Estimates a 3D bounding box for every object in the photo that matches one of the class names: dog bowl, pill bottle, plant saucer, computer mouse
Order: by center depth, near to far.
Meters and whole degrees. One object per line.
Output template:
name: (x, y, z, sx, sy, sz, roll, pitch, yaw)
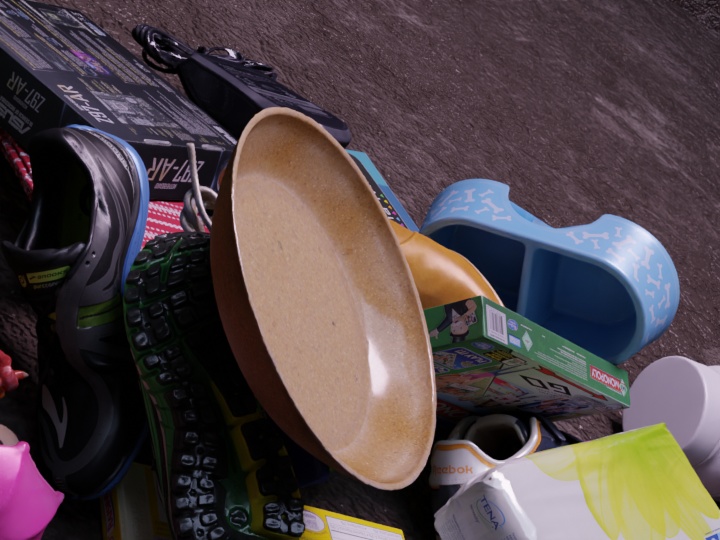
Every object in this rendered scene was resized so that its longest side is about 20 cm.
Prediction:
plant saucer: (-0.022, 0.017, 0.617, 0.200, 0.035, 0.201, 48, 31, -43)
dog bowl: (0.126, 0.006, 0.879, 0.200, 0.112, 0.050, 19, 35, 22)
computer mouse: (-0.083, -0.120, 0.921, 0.138, 0.053, 0.200, 12, 19, -43)
pill bottle: (0.336, 0.152, 1.082, 0.200, 0.113, 0.113, 24, 32, -29)

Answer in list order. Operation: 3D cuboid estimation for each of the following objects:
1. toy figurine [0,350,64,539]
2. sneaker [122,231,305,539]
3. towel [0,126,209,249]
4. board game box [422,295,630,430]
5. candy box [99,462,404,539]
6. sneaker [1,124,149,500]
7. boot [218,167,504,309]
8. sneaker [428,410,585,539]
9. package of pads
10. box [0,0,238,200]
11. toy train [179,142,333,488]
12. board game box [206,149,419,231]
toy figurine: (-0.204, 0.062, 0.558, 0.184, 0.150, 0.200, 60, 6, 7)
sneaker: (-0.083, 0.071, 0.622, 0.078, 0.085, 0.200, 0, 64, -19)
towel: (-0.169, -0.058, 0.801, 0.144, 0.023, 0.200, 14, 25, -41)
board game box: (0.077, 0.070, 0.816, 0.200, 0.134, 0.029, 26, 56, -48)
candy box: (-0.047, 0.169, 0.666, 0.200, 0.026, 0.102, 22, 34, -31)
sneaker: (-0.154, 0.019, 0.635, 0.083, 0.071, 0.200, 22, 62, -62)
boot: (0.000, -0.001, 0.822, 0.201, 0.071, 0.144, 41, 19, 20)
sneaker: (0.118, 0.134, 0.848, 0.200, 0.078, 0.080, -9, 89, -55)
package of pads: (0.153, 0.178, 0.738, 0.200, 0.068, 0.155, -6, 58, -45)
box: (-0.191, -0.121, 0.827, 0.200, 0.044, 0.160, 39, 19, 21)
toy train: (-0.048, 0.027, 0.715, 0.116, 0.084, 0.200, 13, 62, -69)
board game box: (-0.036, -0.038, 0.959, 0.200, 0.047, 0.151, 3, 46, -49)
